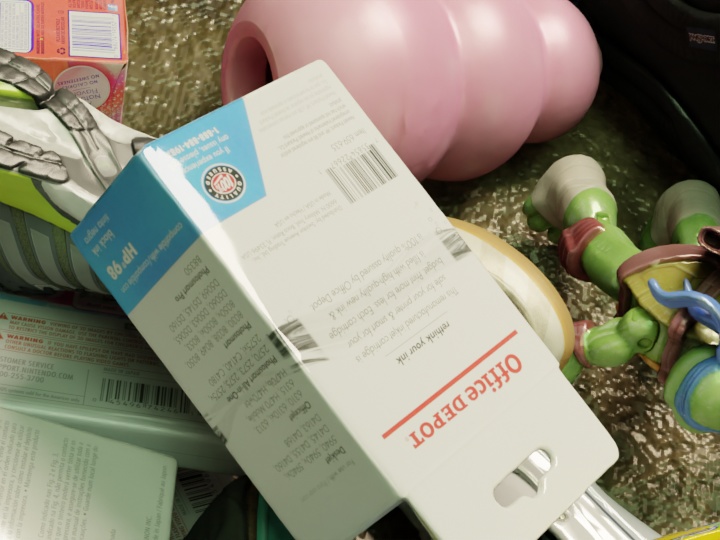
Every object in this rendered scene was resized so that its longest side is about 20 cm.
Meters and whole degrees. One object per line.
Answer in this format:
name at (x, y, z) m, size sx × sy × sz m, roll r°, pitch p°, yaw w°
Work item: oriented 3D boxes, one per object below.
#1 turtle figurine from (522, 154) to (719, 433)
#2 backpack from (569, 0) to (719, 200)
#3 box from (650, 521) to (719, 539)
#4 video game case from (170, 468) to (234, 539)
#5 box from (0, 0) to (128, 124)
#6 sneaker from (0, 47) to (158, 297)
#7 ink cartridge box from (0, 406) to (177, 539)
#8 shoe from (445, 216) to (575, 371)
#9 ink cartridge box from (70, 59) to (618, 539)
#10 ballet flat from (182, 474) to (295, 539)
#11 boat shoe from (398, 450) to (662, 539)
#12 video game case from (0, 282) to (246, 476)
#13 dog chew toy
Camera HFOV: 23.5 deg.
turtle figurine at (0.134, 0.046, 0.817) m, size 0.143 × 0.201 × 0.194 m, roll -16°, pitch 35°, yaw 8°
backpack at (0.202, -0.145, 0.901) m, size 0.167 × 0.163 × 0.200 m, roll -27°, pitch 54°, yaw -24°
box at (0.095, 0.137, 0.641) m, size 0.199 × 0.070 × 0.065 m, roll -12°, pitch 81°, yaw -19°
video game case at (-0.110, 0.138, 0.695) m, size 0.181 × 0.022 × 0.201 m, roll -9°, pitch 59°, yaw -40°
box at (-0.166, -0.128, 0.815) m, size 0.102 × 0.095 × 0.201 m, roll 1°, pitch 46°, yaw -13°
sneaker at (-0.111, -0.018, 0.731) m, size 0.199 × 0.081 × 0.074 m, roll 33°, pitch 47°, yaw -9°
ink cartridge box at (-0.170, 0.115, 0.626) m, size 0.199 × 0.050 × 0.162 m, roll 17°, pitch 45°, yaw -16°
shoe at (0.000, 0.000, 0.764) m, size 0.199 × 0.070 × 0.053 m, roll 28°, pitch 34°, yaw 20°
ink cartridge box at (-0.004, 0.029, 0.671) m, size 0.200 × 0.067 × 0.116 m, roll 53°, pitch 44°, yaw 5°
ballet flat at (-0.045, 0.165, 0.646) m, size 0.068 × 0.068 × 0.201 m, roll 45°, pitch 26°, yaw -30°
boat shoe at (0.064, 0.108, 0.736) m, size 0.199 × 0.074 × 0.067 m, roll 31°, pitch 28°, yaw 25°
video game case at (-0.135, 0.011, 0.765) m, size 0.198 × 0.024 × 0.183 m, roll 9°, pitch 35°, yaw -8°
dog chew toy at (0.034, -0.097, 0.859) m, size 0.199 × 0.125 × 0.125 m, roll -9°, pitch 61°, yaw -28°
